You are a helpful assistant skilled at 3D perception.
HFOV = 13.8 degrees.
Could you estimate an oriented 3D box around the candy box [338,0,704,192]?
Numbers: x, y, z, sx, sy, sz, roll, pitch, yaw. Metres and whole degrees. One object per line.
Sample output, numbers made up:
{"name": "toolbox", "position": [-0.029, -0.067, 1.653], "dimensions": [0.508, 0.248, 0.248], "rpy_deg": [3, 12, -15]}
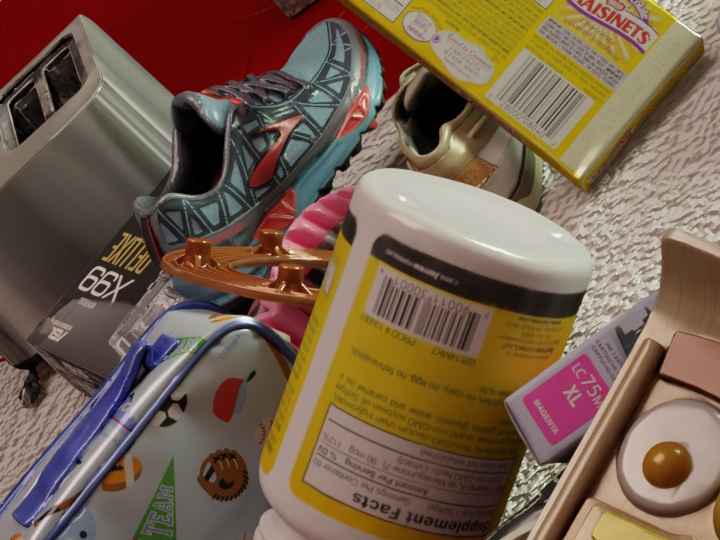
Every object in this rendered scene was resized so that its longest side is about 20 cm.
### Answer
{"name": "candy box", "position": [0.075, -0.140, 1.585], "dimensions": [0.102, 0.200, 0.026], "rpy_deg": [-48, -19, -8]}

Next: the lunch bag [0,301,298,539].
{"name": "lunch bag", "position": [-0.083, 0.117, 1.421], "dimensions": [0.200, 0.160, 0.075], "rpy_deg": [-52, 26, -12]}

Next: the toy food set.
{"name": "toy food set", "position": [0.135, 0.094, 1.158], "dimensions": [0.143, 0.060, 0.201], "rpy_deg": [23, 73, 26]}

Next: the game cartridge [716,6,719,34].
{"name": "game cartridge", "position": [0.261, -0.194, 1.529], "dimensions": [0.133, 0.041, 0.201], "rpy_deg": [-7, 44, 48]}

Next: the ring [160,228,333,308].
{"name": "ring", "position": [0.000, 0.000, 1.479], "dimensions": [0.200, 0.199, 0.019], "rpy_deg": [21, 107, 63]}

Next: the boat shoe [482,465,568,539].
{"name": "boat shoe", "position": [0.118, 0.099, 1.260], "dimensions": [0.199, 0.075, 0.066], "rpy_deg": [-35, 24, 20]}

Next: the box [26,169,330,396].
{"name": "box", "position": [-0.097, 0.013, 1.746], "dimensions": [0.158, 0.050, 0.200], "rpy_deg": [-50, 26, -11]}

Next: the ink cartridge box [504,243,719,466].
{"name": "ink cartridge box", "position": [0.165, 0.015, 1.281], "dimensions": [0.200, 0.042, 0.119], "rpy_deg": [-35, -14, 17]}

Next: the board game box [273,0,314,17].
{"name": "board game box", "position": [-0.057, -0.301, 2.031], "dimensions": [0.097, 0.159, 0.201], "rpy_deg": [-33, 28, 24]}

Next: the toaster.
{"name": "toaster", "position": [-0.197, -0.046, 1.910], "dimensions": [0.181, 0.119, 0.200], "rpy_deg": [-43, 25, 8]}

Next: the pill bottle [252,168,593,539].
{"name": "pill bottle", "position": [0.020, 0.066, 1.336], "dimensions": [0.114, 0.114, 0.201], "rpy_deg": [-127, 55, -65]}

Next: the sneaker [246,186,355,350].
{"name": "sneaker", "position": [-0.038, 0.039, 1.607], "dimensions": [0.200, 0.079, 0.095], "rpy_deg": [-56, 7, -31]}

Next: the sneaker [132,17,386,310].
{"name": "sneaker", "position": [-0.057, -0.077, 1.652], "dimensions": [0.079, 0.096, 0.201], "rpy_deg": [-12, 41, 47]}

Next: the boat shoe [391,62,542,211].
{"name": "boat shoe", "position": [0.058, -0.093, 1.645], "dimensions": [0.075, 0.068, 0.200], "rpy_deg": [-37, 26, 17]}
